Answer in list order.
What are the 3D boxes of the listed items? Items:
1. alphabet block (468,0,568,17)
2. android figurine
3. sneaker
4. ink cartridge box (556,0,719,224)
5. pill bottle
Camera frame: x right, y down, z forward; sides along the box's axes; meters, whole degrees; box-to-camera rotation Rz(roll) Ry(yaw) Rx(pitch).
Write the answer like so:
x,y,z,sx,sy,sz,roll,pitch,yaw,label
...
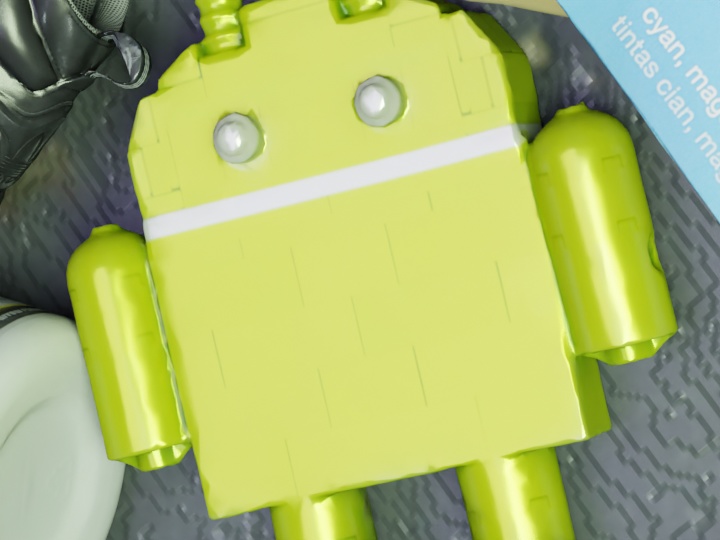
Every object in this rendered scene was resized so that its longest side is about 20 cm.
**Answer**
x,y,z,sx,sy,sz,roll,pitch,yaw,label
0.154,-0.143,0.670,0.199,0.195,0.197,14,103,25,alphabet block
0.000,0.000,0.839,0.181,0.041,0.201,-12,90,19,android figurine
-0.136,-0.115,0.895,0.114,0.075,0.201,-33,73,15,sneaker
0.142,-0.093,0.501,0.200,0.128,0.125,-40,77,26,ink cartridge box
-0.182,0.045,0.907,0.199,0.112,0.113,16,102,26,pill bottle
